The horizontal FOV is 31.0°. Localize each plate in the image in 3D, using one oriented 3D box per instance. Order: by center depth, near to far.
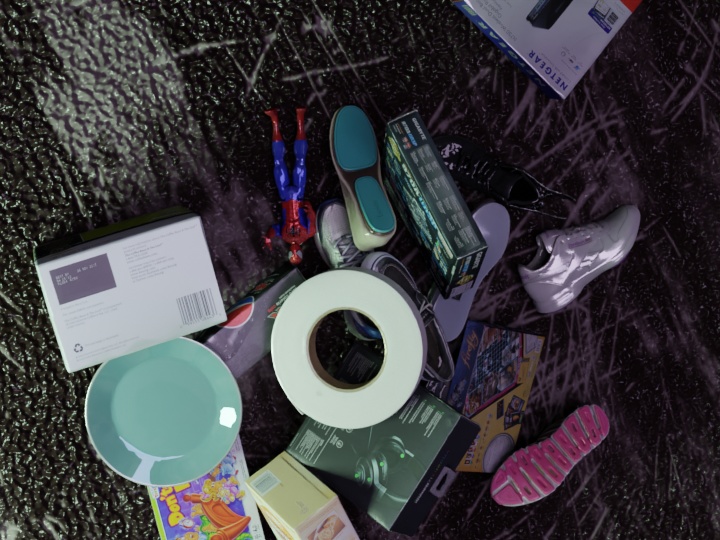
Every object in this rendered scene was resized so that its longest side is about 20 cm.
[{"bbox_3d":[-0.248,0.176,1.645,0.196,0.026,0.204,-2,103,-8],"label":"plate"}]

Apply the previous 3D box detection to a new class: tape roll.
[{"bbox_3d":[-0.015,0.098,1.639,0.199,0.037,0.207,2,98,13],"label":"tape roll"}]

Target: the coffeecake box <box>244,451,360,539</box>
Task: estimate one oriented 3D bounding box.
[{"bbox_3d":[-0.053,0.357,1.693,0.073,0.153,0.202,-34,118,-17],"label":"coffeecake box"}]

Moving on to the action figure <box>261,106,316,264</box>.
[{"bbox_3d":[-0.093,-0.103,1.667,0.064,0.099,0.204,-3,102,5],"label":"action figure"}]

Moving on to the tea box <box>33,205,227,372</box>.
[{"bbox_3d":[-0.283,0.015,1.577,0.197,0.197,0.136,-17,102,-12],"label":"tea box"}]

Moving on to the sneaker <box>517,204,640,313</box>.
[{"bbox_3d":[0.304,-0.033,1.801,0.199,0.075,0.100,-41,108,-7],"label":"sneaker"}]

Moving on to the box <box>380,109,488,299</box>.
[{"bbox_3d":[0.089,-0.080,1.651,0.045,0.159,0.202,-23,73,-10],"label":"box"}]

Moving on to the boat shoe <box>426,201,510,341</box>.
[{"bbox_3d":[0.138,-0.003,1.762,0.073,0.068,0.202,16,100,-18],"label":"boat shoe"}]

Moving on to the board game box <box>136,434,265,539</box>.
[{"bbox_3d":[-0.210,0.298,1.720,0.132,0.045,0.203,-16,102,-13],"label":"board game box"}]

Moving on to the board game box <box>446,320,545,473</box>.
[{"bbox_3d":[0.176,0.176,1.789,0.134,0.034,0.203,12,95,-44],"label":"board game box"}]

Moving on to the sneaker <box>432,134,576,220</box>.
[{"bbox_3d":[0.183,-0.124,1.738,0.198,0.104,0.061,26,92,-18],"label":"sneaker"}]

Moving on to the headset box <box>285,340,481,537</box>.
[{"bbox_3d":[0.035,0.223,1.695,0.176,0.199,0.093,-58,152,-2],"label":"headset box"}]

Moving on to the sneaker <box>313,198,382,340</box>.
[{"bbox_3d":[0.000,0.000,1.715,0.076,0.085,0.203,-24,103,-11],"label":"sneaker"}]

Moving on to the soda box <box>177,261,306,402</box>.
[{"bbox_3d":[-0.147,0.078,1.696,0.199,0.063,0.071,-40,106,-8],"label":"soda box"}]

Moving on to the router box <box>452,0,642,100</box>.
[{"bbox_3d":[0.254,-0.364,1.751,0.199,0.049,0.180,40,86,-18],"label":"router box"}]

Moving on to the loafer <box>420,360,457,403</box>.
[{"bbox_3d":[0.087,0.212,1.780,0.072,0.073,0.202,25,92,-22],"label":"loafer"}]

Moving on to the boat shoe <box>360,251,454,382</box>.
[{"bbox_3d":[0.070,0.060,1.681,0.072,0.070,0.201,-44,119,-24],"label":"boat shoe"}]

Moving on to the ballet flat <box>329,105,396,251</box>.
[{"bbox_3d":[-0.004,-0.117,1.695,0.068,0.070,0.203,-6,65,-15],"label":"ballet flat"}]

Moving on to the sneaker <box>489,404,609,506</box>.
[{"bbox_3d":[0.262,0.267,1.825,0.199,0.088,0.074,-37,79,-15],"label":"sneaker"}]
